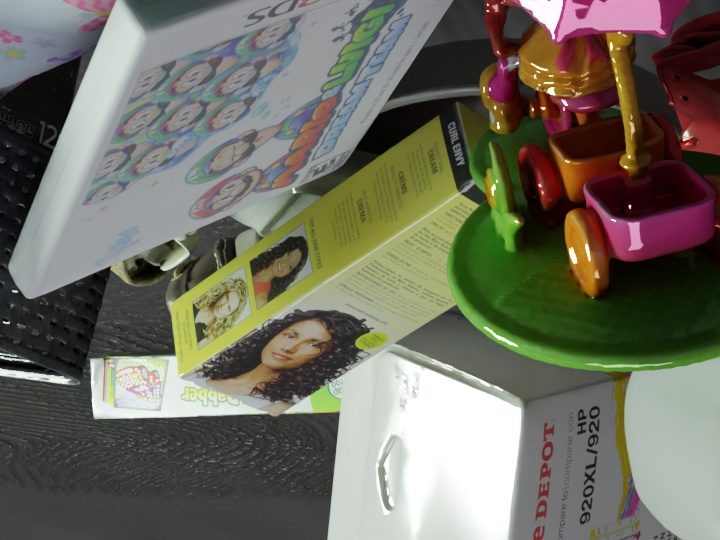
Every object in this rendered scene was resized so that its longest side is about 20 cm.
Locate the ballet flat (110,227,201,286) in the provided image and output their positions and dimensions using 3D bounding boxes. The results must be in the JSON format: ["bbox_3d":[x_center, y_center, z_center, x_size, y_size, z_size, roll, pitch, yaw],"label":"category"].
[{"bbox_3d":[-0.112,-0.038,0.960,0.070,0.071,0.200,10,162,-10],"label":"ballet flat"}]

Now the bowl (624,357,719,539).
[{"bbox_3d":[0.204,0.036,0.714,0.199,0.075,0.200,-22,-175,-4],"label":"bowl"}]

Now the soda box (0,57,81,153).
[{"bbox_3d":[-0.225,-0.107,0.811,0.063,0.071,0.200,-7,157,39],"label":"soda box"}]

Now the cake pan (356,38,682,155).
[{"bbox_3d":[0.079,-0.061,0.898,0.199,0.037,0.200,5,159,2],"label":"cake pan"}]

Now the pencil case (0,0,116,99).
[{"bbox_3d":[-0.124,-0.126,0.723,0.090,0.084,0.200,5,165,-42],"label":"pencil case"}]

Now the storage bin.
[{"bbox_3d":[-0.217,-0.023,0.791,0.135,0.094,0.200,3,165,36],"label":"storage bin"}]

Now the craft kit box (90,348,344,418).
[{"bbox_3d":[-0.042,0.067,1.164,0.197,0.049,0.200,-1,180,25],"label":"craft kit box"}]

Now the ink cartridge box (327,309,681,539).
[{"bbox_3d":[0.102,0.108,1.034,0.199,0.148,0.144,-8,-161,-42],"label":"ink cartridge box"}]

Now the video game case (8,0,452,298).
[{"bbox_3d":[-0.046,-0.073,0.734,0.182,0.024,0.200,-26,164,-33],"label":"video game case"}]

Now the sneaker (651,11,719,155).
[{"bbox_3d":[0.161,-0.048,0.812,0.115,0.078,0.200,39,122,-4],"label":"sneaker"}]

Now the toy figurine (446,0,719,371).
[{"bbox_3d":[0.090,-0.093,0.673,0.149,0.200,0.185,-14,123,-6],"label":"toy figurine"}]

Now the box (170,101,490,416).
[{"bbox_3d":[0.000,0.000,0.870,0.200,0.050,0.075,-35,139,30],"label":"box"}]

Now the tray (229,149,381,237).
[{"bbox_3d":[0.031,-0.022,0.930,0.199,0.022,0.107,13,159,-17],"label":"tray"}]

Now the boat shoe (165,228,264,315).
[{"bbox_3d":[-0.064,0.015,1.029,0.059,0.072,0.200,-21,176,5],"label":"boat shoe"}]
